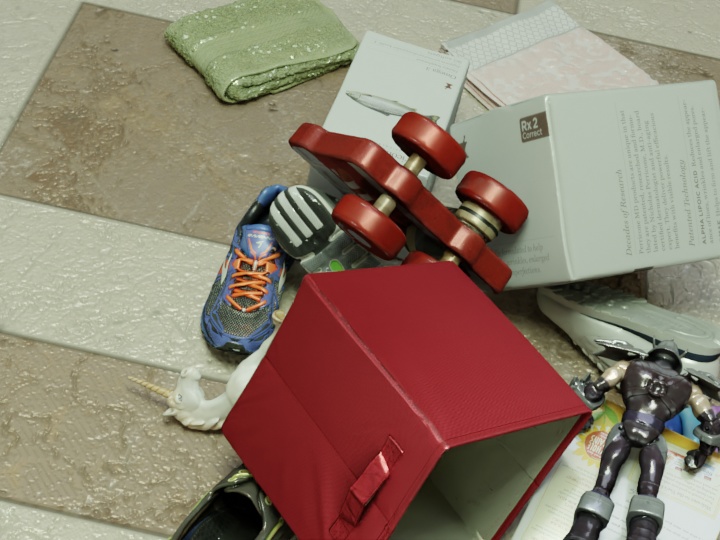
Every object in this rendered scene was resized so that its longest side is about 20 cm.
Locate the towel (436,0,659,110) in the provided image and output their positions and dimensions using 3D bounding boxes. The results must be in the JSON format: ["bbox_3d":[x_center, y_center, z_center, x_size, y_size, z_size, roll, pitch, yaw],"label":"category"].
[{"bbox_3d":[0.216,-0.232,1.539,0.199,0.032,0.191,-25,56,-30],"label":"towel"}]

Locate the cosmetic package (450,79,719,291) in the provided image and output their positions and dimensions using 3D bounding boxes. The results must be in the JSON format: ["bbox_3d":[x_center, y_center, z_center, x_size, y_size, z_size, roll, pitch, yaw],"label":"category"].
[{"bbox_3d":[0.215,-0.077,1.235,0.199,0.165,0.166,-9,89,-27],"label":"cosmetic package"}]

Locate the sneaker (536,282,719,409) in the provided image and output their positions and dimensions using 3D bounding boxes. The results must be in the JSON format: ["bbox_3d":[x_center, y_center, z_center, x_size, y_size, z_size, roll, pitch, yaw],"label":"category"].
[{"bbox_3d":[0.238,0.067,1.223,0.076,0.081,0.200,-14,28,-39],"label":"sneaker"}]

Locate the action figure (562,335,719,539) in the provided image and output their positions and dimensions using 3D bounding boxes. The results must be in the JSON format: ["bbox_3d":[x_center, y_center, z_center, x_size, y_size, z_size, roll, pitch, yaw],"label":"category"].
[{"bbox_3d":[0.215,0.134,1.034,0.130,0.069,0.201,14,60,19],"label":"action figure"}]

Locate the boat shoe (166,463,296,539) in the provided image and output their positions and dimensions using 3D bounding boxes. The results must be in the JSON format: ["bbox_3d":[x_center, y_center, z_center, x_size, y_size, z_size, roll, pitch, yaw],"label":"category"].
[{"bbox_3d":[-0.091,0.195,1.035,0.071,0.061,0.201,27,47,15],"label":"boat shoe"}]

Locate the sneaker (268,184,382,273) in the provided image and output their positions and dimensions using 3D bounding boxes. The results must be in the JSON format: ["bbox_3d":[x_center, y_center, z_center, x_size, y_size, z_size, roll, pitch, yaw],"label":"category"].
[{"bbox_3d":[0.000,0.000,1.219,0.200,0.075,0.116,57,16,-5],"label":"sneaker"}]

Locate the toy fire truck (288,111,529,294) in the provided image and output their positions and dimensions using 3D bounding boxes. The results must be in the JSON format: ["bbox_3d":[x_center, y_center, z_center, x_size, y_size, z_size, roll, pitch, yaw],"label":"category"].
[{"bbox_3d":[0.040,-0.056,1.172,0.112,0.200,0.168,-54,28,-6],"label":"toy fire truck"}]

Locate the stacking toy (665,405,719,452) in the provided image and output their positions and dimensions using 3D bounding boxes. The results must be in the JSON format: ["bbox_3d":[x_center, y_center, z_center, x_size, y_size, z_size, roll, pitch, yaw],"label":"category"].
[{"bbox_3d":[0.234,0.149,1.144,0.199,0.086,0.086,7,45,4],"label":"stacking toy"}]

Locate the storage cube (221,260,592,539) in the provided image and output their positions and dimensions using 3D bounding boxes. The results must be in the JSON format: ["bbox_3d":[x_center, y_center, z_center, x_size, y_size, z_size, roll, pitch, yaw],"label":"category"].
[{"bbox_3d":[0.032,0.117,1.028,0.199,0.171,0.180,-6,46,-46],"label":"storage cube"}]

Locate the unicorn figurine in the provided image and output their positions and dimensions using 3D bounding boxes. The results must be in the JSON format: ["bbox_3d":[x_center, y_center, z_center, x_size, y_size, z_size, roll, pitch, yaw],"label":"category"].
[{"bbox_3d":[-0.074,0.086,1.116,0.199,0.138,0.074,8,45,-29],"label":"unicorn figurine"}]

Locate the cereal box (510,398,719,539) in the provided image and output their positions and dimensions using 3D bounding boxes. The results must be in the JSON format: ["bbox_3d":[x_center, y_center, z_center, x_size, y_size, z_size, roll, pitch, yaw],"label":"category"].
[{"bbox_3d":[0.200,0.213,1.051,0.143,0.040,0.200,26,67,15],"label":"cereal box"}]

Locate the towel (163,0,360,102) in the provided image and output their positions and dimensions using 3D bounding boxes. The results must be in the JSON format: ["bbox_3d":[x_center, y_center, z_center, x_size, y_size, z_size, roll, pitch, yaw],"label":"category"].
[{"bbox_3d":[-0.106,-0.260,1.498,0.199,0.037,0.148,-23,54,-30],"label":"towel"}]

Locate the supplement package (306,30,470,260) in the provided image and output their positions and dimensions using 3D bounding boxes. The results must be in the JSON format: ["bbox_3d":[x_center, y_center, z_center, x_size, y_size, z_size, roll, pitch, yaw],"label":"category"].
[{"bbox_3d":[0.026,-0.129,1.337,0.116,0.118,0.200,17,45,3],"label":"supplement package"}]

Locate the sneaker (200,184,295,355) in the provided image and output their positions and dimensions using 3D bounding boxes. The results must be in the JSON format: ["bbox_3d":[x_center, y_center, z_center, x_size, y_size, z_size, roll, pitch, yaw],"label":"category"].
[{"bbox_3d":[-0.100,-0.004,1.216,0.075,0.079,0.201,10,45,-1],"label":"sneaker"}]
